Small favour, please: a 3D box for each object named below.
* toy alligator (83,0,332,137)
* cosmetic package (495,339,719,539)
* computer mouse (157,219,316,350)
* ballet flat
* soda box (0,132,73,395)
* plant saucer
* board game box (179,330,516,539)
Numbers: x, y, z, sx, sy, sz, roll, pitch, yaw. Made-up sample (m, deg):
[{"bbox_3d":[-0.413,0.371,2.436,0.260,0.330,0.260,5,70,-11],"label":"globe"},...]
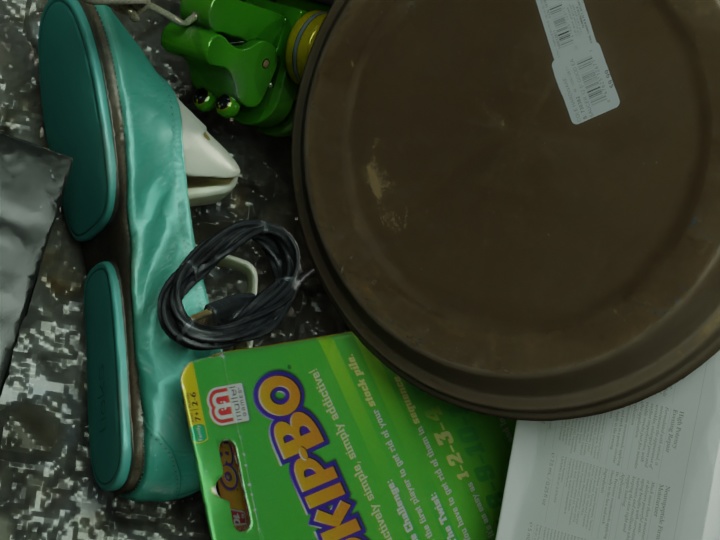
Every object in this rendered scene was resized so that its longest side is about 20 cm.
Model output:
[{"bbox_3d":[-0.041,-0.079,0.912,0.200,0.059,0.054,-2,106,-52],"label":"toy alligator"},{"bbox_3d":[0.103,0.057,0.865,0.051,0.082,0.201,-2,104,-59],"label":"cosmetic package"},{"bbox_3d":[0.000,0.000,0.915,0.200,0.034,0.059,-13,71,-39],"label":"computer mouse"},{"bbox_3d":[-0.077,-0.012,0.904,0.070,0.067,0.201,-4,80,-29],"label":"ballet flat"},{"bbox_3d":[-0.167,0.045,0.854,0.071,0.063,0.201,20,70,-12],"label":"soda box"},{"bbox_3d":[0.060,-0.047,0.836,0.200,0.029,0.201,-2,84,25],"label":"plant saucer"},{"bbox_3d":[0.019,0.068,0.896,0.200,0.030,0.096,-8,84,-38],"label":"board game box"}]
